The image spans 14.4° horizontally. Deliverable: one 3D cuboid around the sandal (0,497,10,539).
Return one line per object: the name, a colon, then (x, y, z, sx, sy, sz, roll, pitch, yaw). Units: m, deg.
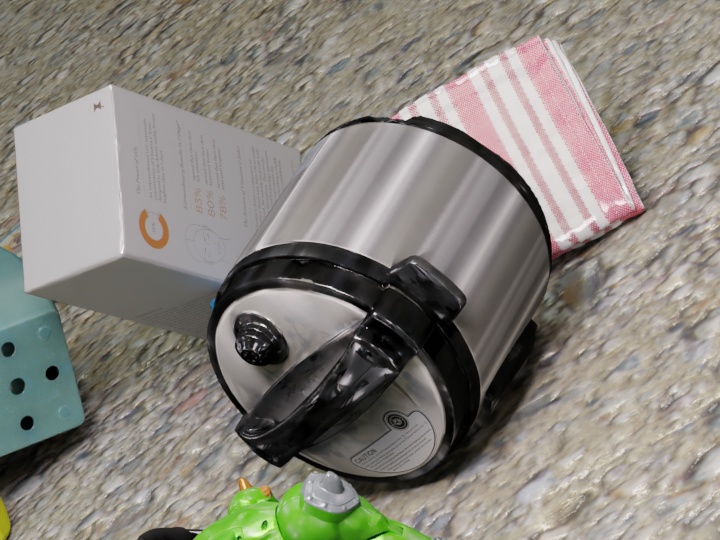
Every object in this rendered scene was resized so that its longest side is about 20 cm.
sandal: (-0.316, 0.201, 1.945, 0.087, 0.080, 0.200, -34, -5, 24)

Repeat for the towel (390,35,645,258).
towel: (0.070, -0.050, 1.865, 0.200, 0.030, 0.147, -29, 63, 7)

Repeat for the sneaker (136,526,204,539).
sneaker: (-0.112, 0.188, 1.660, 0.200, 0.090, 0.078, -31, 21, 14)

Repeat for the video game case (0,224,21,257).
video game case: (-0.256, -0.026, 2.457, 0.143, 0.018, 0.200, -45, 23, -26)

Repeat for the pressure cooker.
pressure cooker: (0.004, 0.028, 1.697, 0.178, 0.176, 0.200, 11, 45, 23)

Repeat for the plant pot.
plant pot: (-0.290, 0.069, 2.095, 0.141, 0.142, 0.200, -21, 18, -27)

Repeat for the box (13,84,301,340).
box: (-0.135, -0.036, 1.988, 0.097, 0.200, 0.125, -20, 66, 35)

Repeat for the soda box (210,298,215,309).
soda box: (0.000, 0.000, 1.929, 0.200, 0.068, 0.064, -35, 21, 1)

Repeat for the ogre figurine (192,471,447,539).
ogre figurine: (-0.039, 0.176, 1.530, 0.200, 0.120, 0.098, -17, 27, 39)
